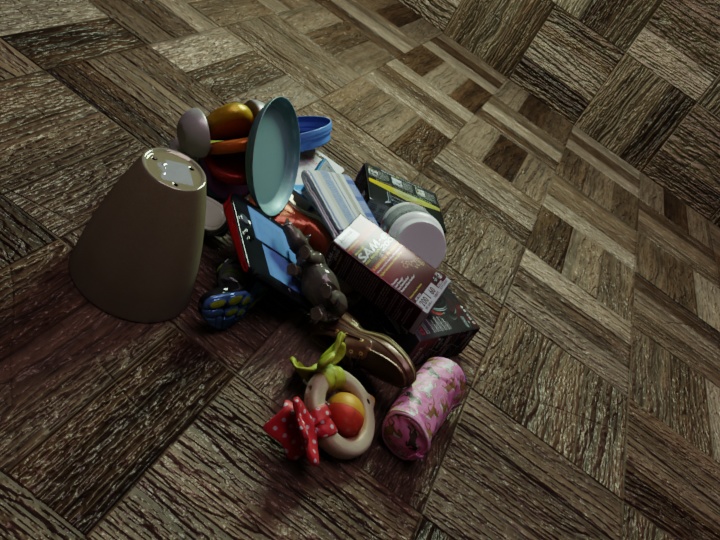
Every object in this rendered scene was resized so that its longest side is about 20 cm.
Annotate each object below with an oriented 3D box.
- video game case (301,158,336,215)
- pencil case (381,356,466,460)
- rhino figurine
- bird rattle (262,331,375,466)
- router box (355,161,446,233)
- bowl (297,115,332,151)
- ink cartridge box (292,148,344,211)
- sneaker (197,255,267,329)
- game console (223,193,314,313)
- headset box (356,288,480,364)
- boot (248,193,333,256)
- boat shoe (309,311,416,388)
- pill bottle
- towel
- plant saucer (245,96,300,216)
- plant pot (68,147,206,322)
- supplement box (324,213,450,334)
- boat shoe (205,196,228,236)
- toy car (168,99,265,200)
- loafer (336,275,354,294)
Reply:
[{"bbox_3d":[-0.034,-0.108,1.444,0.201,0.018,0.144,53,27,-18],"label":"video game case"},{"bbox_3d":[0.102,0.213,1.156,0.085,0.084,0.200,24,28,17],"label":"pencil case"},{"bbox_3d":[-0.081,-0.003,1.186,0.202,0.059,0.087,62,11,24],"label":"rhino figurine"},{"bbox_3d":[-0.038,0.195,1.044,0.162,0.112,0.202,39,31,-23],"label":"bird rattle"},{"bbox_3d":[0.088,-0.148,1.656,0.197,0.053,0.159,21,33,-19],"label":"router box"},{"bbox_3d":[-0.155,-0.279,1.531,0.196,0.040,0.201,-6,22,2],"label":"bowl"},{"bbox_3d":[-0.120,-0.178,1.492,0.115,0.068,0.200,34,32,1],"label":"ink cartridge box"},{"bbox_3d":[-0.202,0.027,1.147,0.082,0.071,0.200,34,25,4],"label":"sneaker"},{"bbox_3d":[-0.139,-0.025,1.205,0.199,0.031,0.179,36,22,-47],"label":"game console"},{"bbox_3d":[0.098,0.085,1.329,0.197,0.076,0.150,-5,48,-45],"label":"headset box"},{"bbox_3d":[-0.130,-0.072,1.349,0.198,0.076,0.107,36,40,11],"label":"boot"},{"bbox_3d":[0.000,0.132,1.164,0.198,0.073,0.067,29,45,34],"label":"boat shoe"},{"bbox_3d":[0.101,-0.063,1.437,0.112,0.115,0.200,27,9,-9],"label":"pill bottle"},{"bbox_3d":[-0.034,-0.122,1.401,0.149,0.024,0.199,61,23,9],"label":"towel"},{"bbox_3d":[-0.153,-0.197,1.280,0.027,0.204,0.201,8,27,16],"label":"plant saucer"},{"bbox_3d":[-0.295,-0.065,1.055,0.184,0.202,0.189,23,32,-16],"label":"plant pot"},{"bbox_3d":[0.044,0.003,1.257,0.198,0.061,0.109,36,42,7],"label":"supplement box"},{"bbox_3d":[-0.306,-0.121,1.275,0.198,0.073,0.062,34,-12,13],"label":"boat shoe"},{"bbox_3d":[-0.237,-0.201,1.315,0.172,0.200,0.153,-17,78,-31],"label":"toy car"},{"bbox_3d":[0.000,0.000,1.342,0.199,0.067,0.077,-36,108,-49],"label":"loafer"}]
